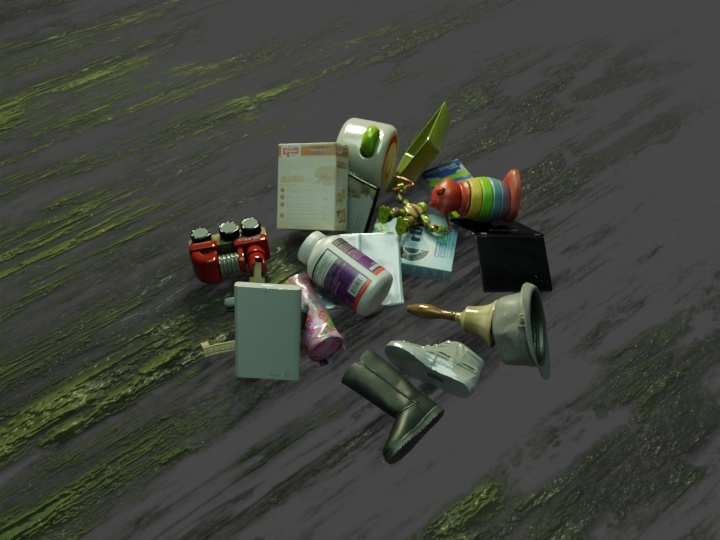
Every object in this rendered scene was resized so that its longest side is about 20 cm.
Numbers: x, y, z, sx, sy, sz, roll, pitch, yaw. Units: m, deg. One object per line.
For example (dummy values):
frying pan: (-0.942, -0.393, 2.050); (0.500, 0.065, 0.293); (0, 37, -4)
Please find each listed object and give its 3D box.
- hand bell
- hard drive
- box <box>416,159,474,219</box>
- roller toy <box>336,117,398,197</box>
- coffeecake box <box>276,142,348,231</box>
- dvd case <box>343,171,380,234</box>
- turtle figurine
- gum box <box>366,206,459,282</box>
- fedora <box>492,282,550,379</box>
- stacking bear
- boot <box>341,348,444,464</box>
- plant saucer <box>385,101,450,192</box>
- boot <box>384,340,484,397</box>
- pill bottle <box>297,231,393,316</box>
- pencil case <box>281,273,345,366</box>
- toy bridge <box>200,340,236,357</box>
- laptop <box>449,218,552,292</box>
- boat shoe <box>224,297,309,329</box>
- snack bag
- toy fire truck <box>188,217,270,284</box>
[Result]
hand bell: (0.196, 0.100, 1.547); (0.199, 0.104, 0.104); (8, 49, 23)
hard drive: (-0.186, 0.124, 1.434); (0.131, 0.201, 0.026); (3, 20, 1)
box: (0.235, -0.202, 1.806); (0.122, 0.048, 0.200); (-21, 55, -18)
roller toy: (0.007, -0.278, 1.778); (0.139, 0.201, 0.182); (14, 26, 12)
coffeecake box: (-0.112, -0.195, 1.676); (0.153, 0.201, 0.073); (3, 4, 24)
dvd case: (-0.053, -0.177, 1.721); (0.200, 0.143, 0.018); (30, 31, 22)
turtle figurine: (0.109, -0.138, 1.674); (0.200, 0.064, 0.161); (49, 38, 14)
gum box: (0.126, -0.064, 1.690); (0.199, 0.045, 0.170); (10, 50, 6)
fedora: (0.328, 0.128, 1.473); (0.090, 0.177, 0.201); (-9, 82, 25)
stacking bear: (0.263, -0.171, 1.672); (0.199, 0.122, 0.114); (2, 67, -13)
boot: (0.039, 0.263, 1.400); (0.200, 0.066, 0.165); (38, 51, 23)
plant saucer: (0.156, -0.297, 1.793); (0.048, 0.200, 0.200); (34, 43, -7)
boot: (0.155, 0.181, 1.479); (0.199, 0.074, 0.096); (28, 48, 10)
pill bottle: (-0.035, 0.001, 1.538); (0.200, 0.113, 0.112); (36, 58, 17)
pencil case: (-0.105, 0.101, 1.524); (0.087, 0.088, 0.200); (-19, 53, -16)
toy bridge: (-0.238, 0.143, 1.497); (0.199, 0.027, 0.067); (-18, 11, -17)
laptop: (0.326, -0.039, 1.665); (0.187, 0.116, 0.200); (0, 19, -23)
boat shoe: (-0.201, 0.088, 1.489); (0.199, 0.069, 0.057); (2, 81, 25)
snack bag: (0.000, 0.000, 1.608); (0.199, 0.021, 0.189); (-2, 67, 2)
toy fire truck: (-0.283, 0.000, 1.594); (0.175, 0.129, 0.200); (-11, 41, -10)
